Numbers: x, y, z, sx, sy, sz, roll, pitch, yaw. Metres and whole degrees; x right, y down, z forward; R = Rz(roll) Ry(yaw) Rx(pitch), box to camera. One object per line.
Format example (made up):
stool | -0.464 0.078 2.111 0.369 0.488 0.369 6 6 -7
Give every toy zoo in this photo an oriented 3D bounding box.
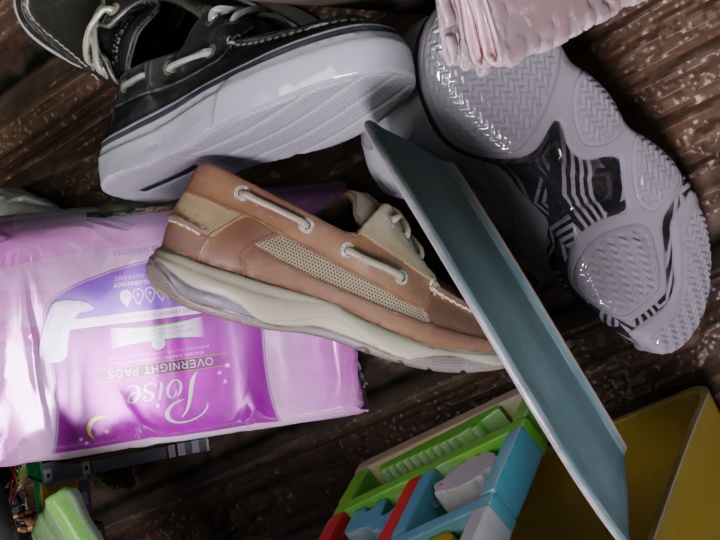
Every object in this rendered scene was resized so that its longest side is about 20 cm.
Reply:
toy zoo | 0.019 0.134 0.722 0.131 0.200 0.021 -30 105 34

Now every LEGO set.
LEGO set | -0.143 0.120 0.884 0.153 0.115 0.202 -19 81 61

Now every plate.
plate | 0.063 0.020 0.621 0.025 0.200 0.201 -32 88 5

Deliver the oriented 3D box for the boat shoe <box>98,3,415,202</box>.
boat shoe | -0.058 -0.086 0.683 0.199 0.072 0.072 -15 75 44

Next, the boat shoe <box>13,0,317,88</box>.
boat shoe | -0.110 -0.125 0.795 0.199 0.064 0.071 16 113 25

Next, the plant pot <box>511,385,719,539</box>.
plant pot | 0.104 0.205 0.710 0.199 0.200 0.177 -28 103 33

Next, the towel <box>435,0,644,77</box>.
towel | 0.059 -0.185 0.599 0.032 0.200 0.193 -12 100 34

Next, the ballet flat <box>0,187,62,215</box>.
ballet flat | -0.224 -0.014 0.902 0.199 0.069 0.070 -16 97 34

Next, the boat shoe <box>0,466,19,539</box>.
boat shoe | -0.212 0.100 0.815 0.201 0.063 0.074 39 121 55

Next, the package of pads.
package of pads | -0.096 0.025 0.772 0.198 0.076 0.122 -7 101 -11

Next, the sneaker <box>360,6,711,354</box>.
sneaker | 0.075 -0.043 0.707 0.200 0.075 0.115 48 162 -23

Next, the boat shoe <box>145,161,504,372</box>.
boat shoe | 0.000 0.000 0.713 0.076 0.199 0.072 16 90 57

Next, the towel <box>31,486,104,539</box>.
towel | -0.095 0.197 0.734 0.201 0.031 0.149 59 159 4

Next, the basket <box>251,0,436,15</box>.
basket | -0.010 -0.184 0.639 0.135 0.200 0.182 -6 101 31

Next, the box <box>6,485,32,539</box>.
box | -0.256 0.249 1.006 0.160 0.049 0.201 -23 93 30
